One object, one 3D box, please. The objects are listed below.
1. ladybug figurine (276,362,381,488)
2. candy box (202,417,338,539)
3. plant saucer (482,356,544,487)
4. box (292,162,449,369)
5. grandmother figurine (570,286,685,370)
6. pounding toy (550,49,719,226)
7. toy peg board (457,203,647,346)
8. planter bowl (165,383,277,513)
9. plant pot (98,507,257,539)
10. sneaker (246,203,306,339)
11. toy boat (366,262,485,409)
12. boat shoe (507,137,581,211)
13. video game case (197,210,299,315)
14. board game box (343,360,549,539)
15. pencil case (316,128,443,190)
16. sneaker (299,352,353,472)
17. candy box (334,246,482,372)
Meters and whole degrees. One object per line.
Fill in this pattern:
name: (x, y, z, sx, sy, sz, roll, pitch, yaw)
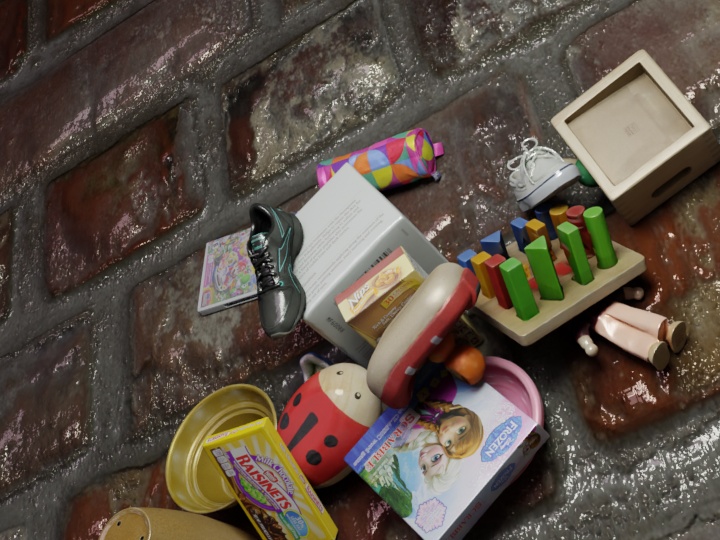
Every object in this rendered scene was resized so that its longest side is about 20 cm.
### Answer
ladybug figurine: (-0.054, 0.213, 1.598, 0.136, 0.072, 0.200, 44, 111, 29)
candy box: (-0.120, 0.293, 1.587, 0.102, 0.201, 0.026, -22, 21, 21)
plant saucer: (0.151, 0.211, 1.542, 0.200, 0.051, 0.201, -19, 51, 24)
box: (0.000, 0.000, 1.698, 0.199, 0.200, 0.171, -46, 46, 2)
grandmother figurine: (0.319, 0.058, 1.522, 0.121, 0.061, 0.200, -35, 39, -30)
pounding toy: (0.358, -0.169, 1.622, 0.200, 0.142, 0.185, -38, 59, 11)
toy peg board: (0.229, -0.023, 1.549, 0.199, 0.098, 0.199, -30, 29, -14)
planter bowl: (-0.180, 0.272, 1.717, 0.200, 0.083, 0.201, -21, 48, 26)
plant pot: (-0.259, 0.402, 1.603, 0.186, 0.200, 0.187, -20, 50, 25)
sneaker: (-0.124, -0.001, 1.599, 0.075, 0.079, 0.201, -23, 53, 26)
toy boat: (0.099, 0.098, 1.491, 0.200, 0.131, 0.131, -52, 1, 21)
boat shoe: (0.242, -0.139, 1.623, 0.074, 0.202, 0.086, -31, 90, -3)
video game case: (-0.181, -0.013, 1.970, 0.199, 0.018, 0.144, -17, 50, 26)
board game box: (0.105, 0.225, 1.500, 0.200, 0.041, 0.199, -49, 44, -4)
pencil case: (0.029, -0.162, 1.881, 0.199, 0.088, 0.089, -15, 52, 26)
sneaker: (-0.040, 0.200, 1.672, 0.076, 0.077, 0.200, -36, 48, 7)
candy box: (0.067, 0.067, 1.600, 0.115, 0.200, 0.055, -38, 45, 8)
